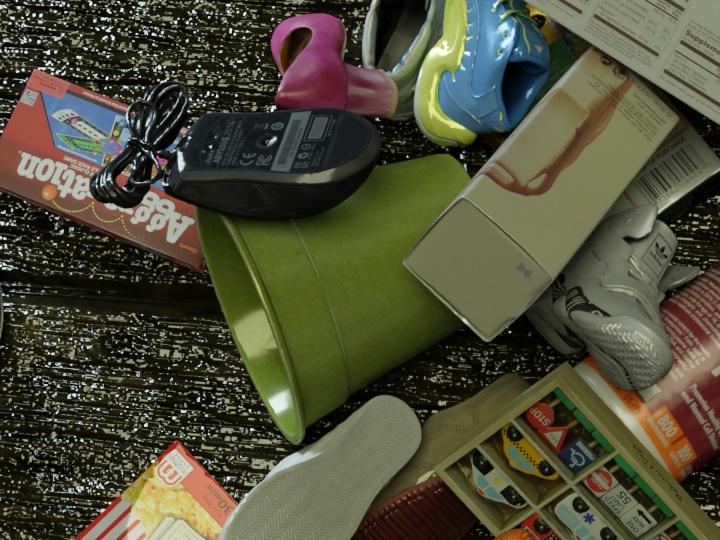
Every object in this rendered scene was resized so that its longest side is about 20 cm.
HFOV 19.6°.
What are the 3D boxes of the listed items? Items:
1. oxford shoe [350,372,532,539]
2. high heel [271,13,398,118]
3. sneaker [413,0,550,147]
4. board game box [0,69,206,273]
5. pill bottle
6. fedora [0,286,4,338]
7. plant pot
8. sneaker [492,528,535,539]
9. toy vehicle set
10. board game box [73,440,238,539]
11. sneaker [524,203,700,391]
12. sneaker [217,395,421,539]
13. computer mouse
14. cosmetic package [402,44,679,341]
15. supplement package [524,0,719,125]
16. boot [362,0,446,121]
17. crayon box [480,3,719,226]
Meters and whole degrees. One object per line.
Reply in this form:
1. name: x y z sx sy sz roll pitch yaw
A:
1. oxford shoe: 0.057 0.153 1.551 0.200 0.070 0.075 -34 41 2
2. high heel: -0.053 -0.155 1.589 0.096 0.200 0.068 2 115 -26
3. sneaker: 0.108 -0.188 1.561 0.105 0.076 0.201 6 83 43
4. board game box: -0.195 -0.081 1.666 0.200 0.019 0.103 22 79 13
5. pill bottle: 0.263 0.062 1.514 0.200 0.114 0.114 -36 72 -3
6. fedora: -0.377 0.041 1.616 0.200 0.090 0.177 -29 72 -2
7. plant pot: 0.000 0.000 1.544 0.190 0.200 0.200 -22 72 -12
8. sneaker: 0.042 0.242 1.484 0.200 0.073 0.077 -41 71 18
9. toy vehicle set: 0.164 0.174 1.470 0.200 0.027 0.124 47 119 -5
10. board game box: -0.154 0.251 1.548 0.200 0.046 0.151 -45 73 -6
11. sneaker: 0.190 0.013 1.460 0.115 0.200 0.075 -40 108 -7
12. sneaker: -0.046 0.176 1.495 0.074 0.116 0.200 51 49 3
13. computer mouse: -0.078 -0.075 1.469 0.199 0.053 0.139 4 40 19
14. cosmetic package: 0.129 -0.057 1.468 0.087 0.103 0.200 42 50 -1
15. supplement package: 0.234 -0.208 1.516 0.200 0.156 0.111 35 113 15
16. boot: 0.055 -0.221 1.634 0.073 0.096 0.200 15 76 11
17. crayon box: 0.171 -0.111 1.610 0.126 0.052 0.200 -36 73 -3
